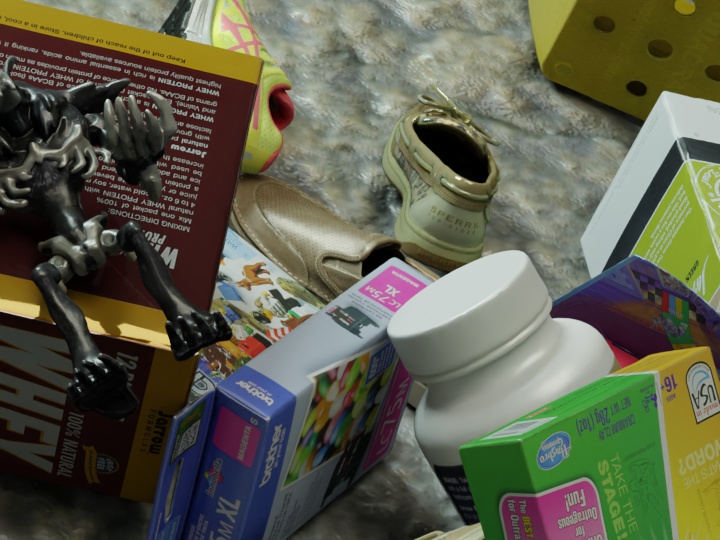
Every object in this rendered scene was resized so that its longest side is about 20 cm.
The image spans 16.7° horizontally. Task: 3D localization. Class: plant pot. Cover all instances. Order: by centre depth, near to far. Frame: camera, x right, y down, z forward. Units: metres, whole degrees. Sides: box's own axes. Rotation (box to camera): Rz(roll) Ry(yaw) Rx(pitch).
[{"bbox_3d":[0.224,-0.211,1.714,0.199,0.200,0.177,24,48,-3],"label":"plant pot"}]

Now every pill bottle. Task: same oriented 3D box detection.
[{"bbox_3d":[0.096,0.095,1.255,0.200,0.111,0.111,60,36,-14],"label":"pill bottle"}]

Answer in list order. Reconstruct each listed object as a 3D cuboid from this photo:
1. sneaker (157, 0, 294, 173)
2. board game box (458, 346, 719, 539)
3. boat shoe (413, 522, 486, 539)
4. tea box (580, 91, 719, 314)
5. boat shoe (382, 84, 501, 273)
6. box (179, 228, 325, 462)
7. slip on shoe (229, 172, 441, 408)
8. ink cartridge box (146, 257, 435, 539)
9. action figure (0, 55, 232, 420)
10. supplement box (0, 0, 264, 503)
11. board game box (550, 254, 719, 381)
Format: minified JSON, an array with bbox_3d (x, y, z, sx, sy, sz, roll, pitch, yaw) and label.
[{"bbox_3d":[-0.083,-0.118,1.512,0.090,0.078,0.200,27,31,-17],"label":"sneaker"},{"bbox_3d":[0.134,0.153,1.157,0.153,0.040,0.201,-22,97,-44],"label":"board game box"},{"bbox_3d":[0.036,0.154,1.161,0.199,0.072,0.064,-17,18,-29],"label":"boat shoe"},{"bbox_3d":[0.265,0.016,1.502,0.199,0.134,0.197,10,40,-20],"label":"tea box"},{"bbox_3d":[0.058,-0.065,1.517,0.073,0.063,0.200,17,25,-12],"label":"boat shoe"},{"bbox_3d":[-0.104,0.024,1.358,0.200,0.038,0.136,38,39,15],"label":"box"},{"bbox_3d":[0.000,0.000,1.428,0.076,0.061,0.200,-21,57,-44],"label":"slip on shoe"},{"bbox_3d":[-0.035,0.084,1.257,0.042,0.120,0.200,31,37,22],"label":"ink cartridge box"},{"bbox_3d":[-0.135,-0.037,1.117,0.119,0.102,0.200,-25,63,-17],"label":"action figure"},{"bbox_3d":[-0.169,-0.016,1.243,0.196,0.133,0.200,13,50,-5],"label":"supplement box"},{"bbox_3d":[0.147,0.084,1.316,0.039,0.200,0.158,-34,90,-30],"label":"board game box"}]
